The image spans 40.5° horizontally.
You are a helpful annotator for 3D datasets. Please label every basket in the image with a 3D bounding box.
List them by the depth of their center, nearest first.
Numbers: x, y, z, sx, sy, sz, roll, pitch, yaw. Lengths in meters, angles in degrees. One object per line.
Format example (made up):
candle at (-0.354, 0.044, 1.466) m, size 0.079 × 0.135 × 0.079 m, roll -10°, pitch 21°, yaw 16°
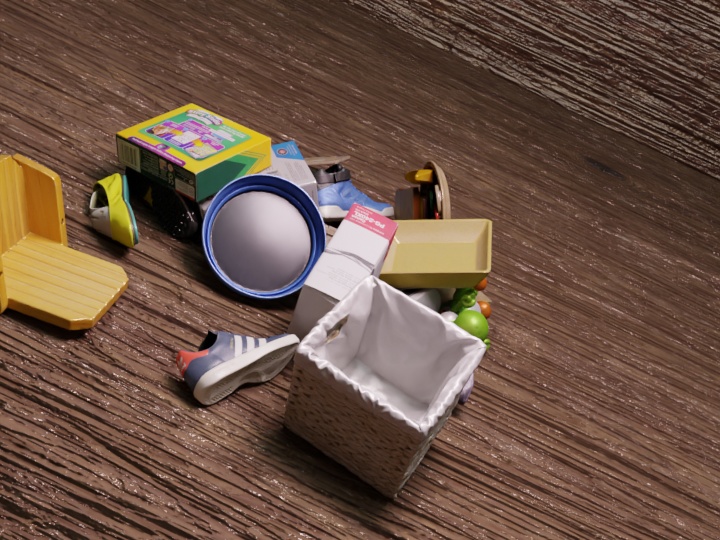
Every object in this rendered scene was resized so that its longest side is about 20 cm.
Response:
basket at (0.025, 0.150, 1.285) m, size 0.199 × 0.162 × 0.198 m, roll 31°, pitch 42°, yaw 13°

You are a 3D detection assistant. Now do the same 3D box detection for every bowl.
bowl at (-0.154, -0.051, 1.545) m, size 0.197 × 0.039 × 0.204 m, roll 4°, pitch 75°, yaw -15°

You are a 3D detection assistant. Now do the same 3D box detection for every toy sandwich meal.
toy sandwich meal at (0.115, -0.113, 1.850) m, size 0.069 × 0.208 × 0.206 m, roll -3°, pitch 32°, yaw -10°

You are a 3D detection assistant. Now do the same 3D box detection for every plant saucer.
plant saucer at (0.127, -0.024, 1.681) m, size 0.197 × 0.049 × 0.201 m, roll 0°, pitch 28°, yaw 9°

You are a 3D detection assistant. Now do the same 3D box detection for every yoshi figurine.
yoshi figurine at (0.186, 0.082, 1.654) m, size 0.112 × 0.113 × 0.200 m, roll 35°, pitch 32°, yaw 4°

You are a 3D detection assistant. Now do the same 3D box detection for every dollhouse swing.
dollhouse swing at (-0.419, -0.042, 1.304) m, size 0.173 × 0.184 × 0.200 m, roll 6°, pitch 24°, yaw 8°

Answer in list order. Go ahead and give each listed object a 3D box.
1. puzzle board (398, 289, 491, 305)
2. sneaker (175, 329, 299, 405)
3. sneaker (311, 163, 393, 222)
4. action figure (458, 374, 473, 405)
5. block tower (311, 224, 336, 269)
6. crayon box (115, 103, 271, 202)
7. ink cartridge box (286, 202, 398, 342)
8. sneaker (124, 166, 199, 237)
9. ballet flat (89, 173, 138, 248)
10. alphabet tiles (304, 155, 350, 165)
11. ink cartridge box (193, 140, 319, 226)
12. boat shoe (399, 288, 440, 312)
puzzle board at (0.132, 0.027, 1.807) m, size 0.198 × 0.018 × 0.151 m, roll -3°, pitch 37°, yaw -45°
sneaker at (-0.167, 0.110, 1.329) m, size 0.084 × 0.076 × 0.199 m, roll 41°, pitch 31°, yaw 22°
sneaker at (-0.019, -0.152, 1.885) m, size 0.198 × 0.113 × 0.076 m, roll -3°, pitch -6°, yaw -36°
action figure at (0.072, 0.139, 1.463) m, size 0.198 × 0.070 × 0.130 m, roll 24°, pitch -16°, yaw -26°
block tower at (-0.061, -0.010, 1.662) m, size 0.053 × 0.058 × 0.201 m, roll 19°, pitch 28°, yaw -9°
crayon box at (-0.276, -0.200, 1.625) m, size 0.199 × 0.059 × 0.172 m, roll 27°, pitch 40°, yaw 31°
ink cartridge box at (-0.029, 0.021, 1.471) m, size 0.083 × 0.146 × 0.201 m, roll 26°, pitch 46°, yaw 5°
sneaker at (-0.313, -0.129, 1.646) m, size 0.089 × 0.071 × 0.200 m, roll -11°, pitch 42°, yaw -45°
ballet flat at (-0.390, -0.091, 1.534) m, size 0.066 × 0.068 × 0.201 m, roll -8°, pitch 33°, yaw -14°
alphabet tiles at (-0.112, -0.217, 1.950) m, size 0.164 × 0.008 × 0.200 m, roll -3°, pitch 9°, yaw 9°
ink cartridge box at (-0.184, -0.133, 1.661) m, size 0.197 × 0.085 × 0.147 m, roll -15°, pitch 40°, yaw -12°
boat shoe at (0.053, 0.076, 1.603) m, size 0.063 × 0.072 × 0.199 m, roll 8°, pitch 18°, yaw 37°
